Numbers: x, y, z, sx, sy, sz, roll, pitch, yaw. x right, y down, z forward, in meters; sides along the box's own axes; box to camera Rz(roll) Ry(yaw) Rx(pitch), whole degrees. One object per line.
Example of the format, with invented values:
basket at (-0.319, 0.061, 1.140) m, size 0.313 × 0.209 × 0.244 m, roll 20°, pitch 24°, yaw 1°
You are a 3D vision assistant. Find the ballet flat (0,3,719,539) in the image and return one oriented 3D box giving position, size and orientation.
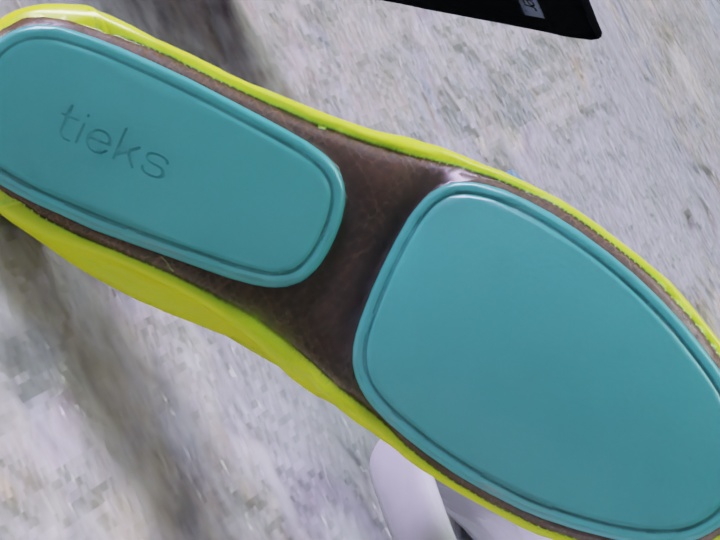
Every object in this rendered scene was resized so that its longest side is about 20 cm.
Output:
ballet flat at (0.000, 0.000, 0.664) m, size 0.200 × 0.067 × 0.067 m, roll 28°, pitch -3°, yaw 3°

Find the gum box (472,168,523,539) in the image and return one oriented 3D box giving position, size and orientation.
gum box at (0.086, 0.094, 0.911) m, size 0.170 × 0.044 × 0.200 m, roll 47°, pitch 22°, yaw -44°

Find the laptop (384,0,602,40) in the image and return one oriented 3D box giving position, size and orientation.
laptop at (-0.027, -0.165, 0.826) m, size 0.177 × 0.103 × 0.200 m, roll 57°, pitch 13°, yaw -63°

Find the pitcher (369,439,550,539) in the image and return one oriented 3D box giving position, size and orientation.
pitcher at (0.050, 0.106, 0.685) m, size 0.172 × 0.121 × 0.200 m, roll 42°, pitch 13°, yaw 9°
